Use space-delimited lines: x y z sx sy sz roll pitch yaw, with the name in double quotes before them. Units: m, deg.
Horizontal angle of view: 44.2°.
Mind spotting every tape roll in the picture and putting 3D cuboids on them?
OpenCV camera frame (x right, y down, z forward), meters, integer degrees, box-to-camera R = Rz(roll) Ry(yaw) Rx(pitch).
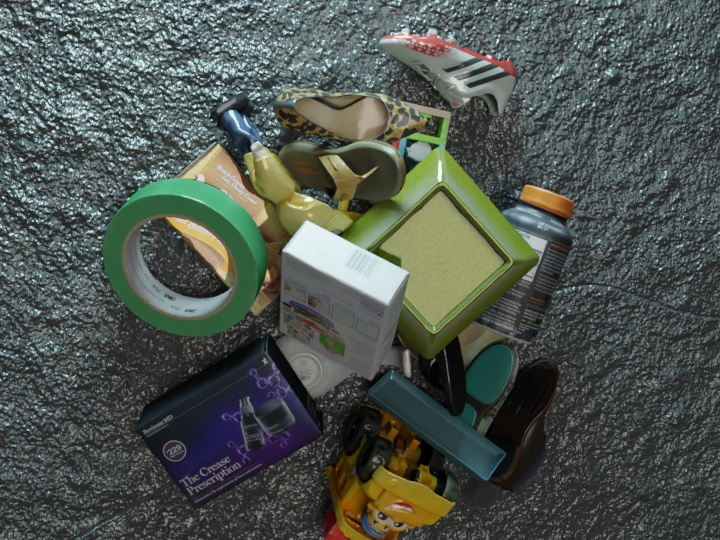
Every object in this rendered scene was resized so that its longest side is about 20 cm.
"tape roll" -0.218 -0.013 1.104 0.200 0.048 0.201 4 120 8

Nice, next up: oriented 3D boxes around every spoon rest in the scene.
"spoon rest" -0.032 0.129 1.227 0.199 0.061 0.100 -3 99 0

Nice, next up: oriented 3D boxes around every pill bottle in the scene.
"pill bottle" 0.220 -0.011 1.197 0.106 0.106 0.201 20 94 -16

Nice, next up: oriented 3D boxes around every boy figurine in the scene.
"boy figurine" -0.110 -0.127 1.105 0.064 0.124 0.200 -37 79 -1

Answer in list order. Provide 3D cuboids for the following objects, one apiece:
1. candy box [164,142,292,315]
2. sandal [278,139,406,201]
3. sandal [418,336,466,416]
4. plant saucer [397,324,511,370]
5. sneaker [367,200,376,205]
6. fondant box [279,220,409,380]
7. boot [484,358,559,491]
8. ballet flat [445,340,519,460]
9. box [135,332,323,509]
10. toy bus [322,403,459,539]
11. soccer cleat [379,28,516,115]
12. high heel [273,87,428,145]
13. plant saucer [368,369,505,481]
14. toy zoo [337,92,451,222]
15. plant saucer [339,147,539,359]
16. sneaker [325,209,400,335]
"candy box" -0.163 -0.054 1.155 0.115 0.055 0.200 -42 106 -4
"sandal" -0.031 -0.121 1.115 0.054 0.199 0.081 -44 132 -43
"sandal" 0.103 0.102 1.213 0.048 0.075 0.201 -11 99 27
"plant saucer" 0.134 0.042 1.257 0.199 0.035 0.201 -3 100 -14
"sneaker" 0.046 -0.072 1.174 0.200 0.075 0.089 37 100 -11
"fondant box" -0.026 0.042 1.113 0.144 0.200 0.058 27 58 11
"boot" 0.241 0.231 1.311 0.200 0.075 0.097 -56 143 -17
"ballet flat" 0.173 0.182 1.263 0.074 0.074 0.200 23 111 -17
"box" -0.169 0.197 1.166 0.200 0.079 0.141 -31 103 5
"toy bus" 0.019 0.304 1.194 0.135 0.200 0.192 31 98 -16
"soccer cleat" 0.116 -0.264 1.187 0.199 0.069 0.086 11 92 -20
"high heel" -0.008 -0.191 1.108 0.199 0.143 0.072 4 97 -2
"plant saucer" 0.103 0.214 1.222 0.200 0.070 0.019 36 127 14
"toy zoo" 0.043 -0.130 1.213 0.131 0.020 0.201 10 96 -15
"plant saucer" 0.094 -0.017 1.115 0.200 0.048 0.200 -42 96 5
"sneaker" 0.000 0.000 1.191 0.074 0.082 0.200 -37 104 -10
